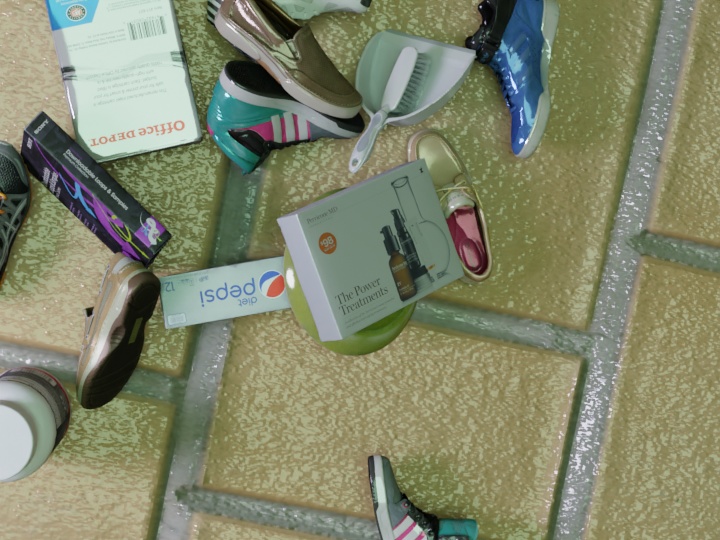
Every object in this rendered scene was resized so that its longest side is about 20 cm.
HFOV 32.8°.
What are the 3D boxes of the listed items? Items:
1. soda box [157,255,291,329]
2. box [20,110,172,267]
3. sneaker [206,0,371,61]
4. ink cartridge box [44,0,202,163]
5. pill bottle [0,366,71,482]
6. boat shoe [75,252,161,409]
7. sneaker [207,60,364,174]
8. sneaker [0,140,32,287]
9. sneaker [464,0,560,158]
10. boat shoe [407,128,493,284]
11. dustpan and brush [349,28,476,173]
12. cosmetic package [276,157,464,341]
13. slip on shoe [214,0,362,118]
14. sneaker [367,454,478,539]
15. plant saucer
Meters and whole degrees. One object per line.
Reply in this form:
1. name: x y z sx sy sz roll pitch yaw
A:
1. soda box: -0.141 0.023 1.471 0.197 0.068 0.064 -10 91 -7
2. box: -0.310 -0.084 1.411 0.200 0.143 0.036 46 70 -5
3. sneaker: -0.090 -0.305 1.472 0.198 0.076 0.117 11 100 1
4. ink cartridge box: -0.275 -0.235 1.439 0.144 0.084 0.203 -12 94 -6
5. pill bottle: -0.394 0.175 1.383 0.109 0.200 0.113 0 93 -5
6. boat shoe: -0.297 0.069 1.445 0.076 0.071 0.202 39 115 25
7. sneaker: -0.101 -0.166 1.460 0.198 0.084 0.121 14 130 -34
8. sneaker: -0.433 -0.051 1.417 0.077 0.077 0.203 13 101 -1
9. sneaker: 0.175 -0.242 1.491 0.110 0.077 0.203 9 87 -12
10. boat shoe: 0.117 -0.080 1.496 0.073 0.069 0.202 -25 95 -5
11. dustpan and brush: 0.038 -0.197 1.445 0.138 0.057 0.202 19 80 26
12. cosmetic package: 0.016 -0.026 1.425 0.199 0.051 0.153 -26 98 -33
13. slip on shoe: -0.074 -0.254 1.406 0.199 0.076 0.061 39 124 -2
14. sneaker: 0.082 0.311 1.498 0.119 0.084 0.203 -14 101 -1
15. plant saucer: 0.000 0.000 1.460 0.198 0.031 0.203 4 83 -34
